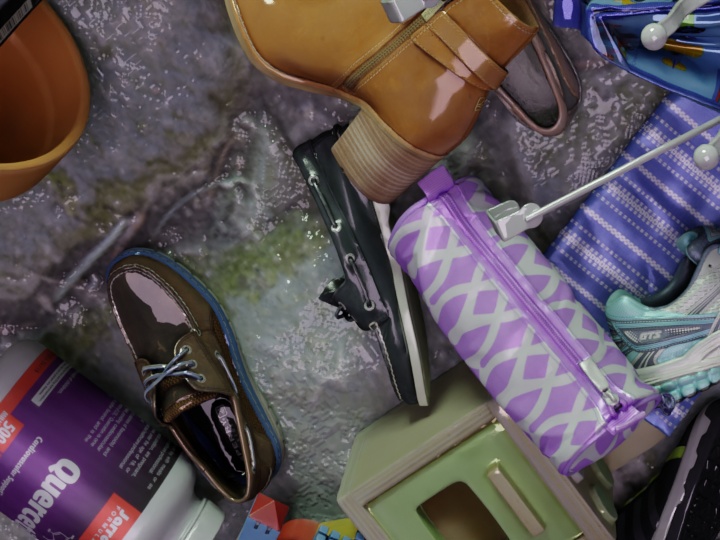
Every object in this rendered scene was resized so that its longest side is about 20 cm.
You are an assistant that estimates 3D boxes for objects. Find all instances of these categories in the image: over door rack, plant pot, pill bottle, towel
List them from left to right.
[{"bbox_3d":[-0.297,-0.107,0.883,0.200,0.201,0.140,44,126,-8],"label":"plant pot"},{"bbox_3d":[-0.199,0.149,0.986,0.199,0.113,0.113,37,110,-5],"label":"pill bottle"},{"bbox_3d":[0.126,-0.114,0.708,0.198,0.067,0.149,-24,103,15],"label":"over door rack"},{"bbox_3d":[0.209,-0.010,0.888,0.144,0.024,0.201,38,94,-4],"label":"towel"}]

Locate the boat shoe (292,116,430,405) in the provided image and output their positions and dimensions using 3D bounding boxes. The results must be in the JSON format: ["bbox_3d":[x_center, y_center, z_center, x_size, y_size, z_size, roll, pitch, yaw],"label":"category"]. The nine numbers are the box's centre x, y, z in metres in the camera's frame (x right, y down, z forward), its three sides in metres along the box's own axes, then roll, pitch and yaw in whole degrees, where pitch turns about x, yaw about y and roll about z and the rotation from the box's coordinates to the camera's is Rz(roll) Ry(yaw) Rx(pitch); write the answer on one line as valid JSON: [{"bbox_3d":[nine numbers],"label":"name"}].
[{"bbox_3d":[0.000,0.000,0.922,0.065,0.075,0.202,-13,103,7],"label":"boat shoe"}]

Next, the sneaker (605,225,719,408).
[{"bbox_3d":[0.244,0.004,0.844,0.199,0.078,0.087,-32,91,4],"label":"sneaker"}]

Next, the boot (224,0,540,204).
[{"bbox_3d":[0.008,-0.161,0.829,0.155,0.076,0.201,-48,65,34],"label":"boot"}]

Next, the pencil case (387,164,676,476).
[{"bbox_3d":[0.099,0.033,0.841,0.084,0.086,0.200,-38,73,-6],"label":"pencil case"}]

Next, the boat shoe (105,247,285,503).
[{"bbox_3d":[-0.119,0.076,0.970,0.072,0.072,0.201,-31,102,17],"label":"boat shoe"}]

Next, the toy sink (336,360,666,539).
[{"bbox_3d":[0.103,0.134,0.934,0.199,0.112,0.131,-35,101,17],"label":"toy sink"}]

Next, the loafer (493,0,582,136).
[{"bbox_3d":[0.074,-0.170,0.860,0.072,0.063,0.201,-37,100,18],"label":"loafer"}]

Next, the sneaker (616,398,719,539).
[{"bbox_3d":[0.202,0.177,0.955,0.082,0.071,0.202,25,94,43],"label":"sneaker"}]

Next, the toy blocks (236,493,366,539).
[{"bbox_3d":[-0.025,0.231,0.978,0.198,0.100,0.138,26,124,-1],"label":"toy blocks"}]

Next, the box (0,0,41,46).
[{"bbox_3d":[-0.214,-0.257,0.826,0.141,0.079,0.200,41,82,-5],"label":"box"}]

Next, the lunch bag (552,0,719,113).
[{"bbox_3d":[0.211,-0.135,0.804,0.197,0.151,0.095,10,110,5],"label":"lunch bag"}]
